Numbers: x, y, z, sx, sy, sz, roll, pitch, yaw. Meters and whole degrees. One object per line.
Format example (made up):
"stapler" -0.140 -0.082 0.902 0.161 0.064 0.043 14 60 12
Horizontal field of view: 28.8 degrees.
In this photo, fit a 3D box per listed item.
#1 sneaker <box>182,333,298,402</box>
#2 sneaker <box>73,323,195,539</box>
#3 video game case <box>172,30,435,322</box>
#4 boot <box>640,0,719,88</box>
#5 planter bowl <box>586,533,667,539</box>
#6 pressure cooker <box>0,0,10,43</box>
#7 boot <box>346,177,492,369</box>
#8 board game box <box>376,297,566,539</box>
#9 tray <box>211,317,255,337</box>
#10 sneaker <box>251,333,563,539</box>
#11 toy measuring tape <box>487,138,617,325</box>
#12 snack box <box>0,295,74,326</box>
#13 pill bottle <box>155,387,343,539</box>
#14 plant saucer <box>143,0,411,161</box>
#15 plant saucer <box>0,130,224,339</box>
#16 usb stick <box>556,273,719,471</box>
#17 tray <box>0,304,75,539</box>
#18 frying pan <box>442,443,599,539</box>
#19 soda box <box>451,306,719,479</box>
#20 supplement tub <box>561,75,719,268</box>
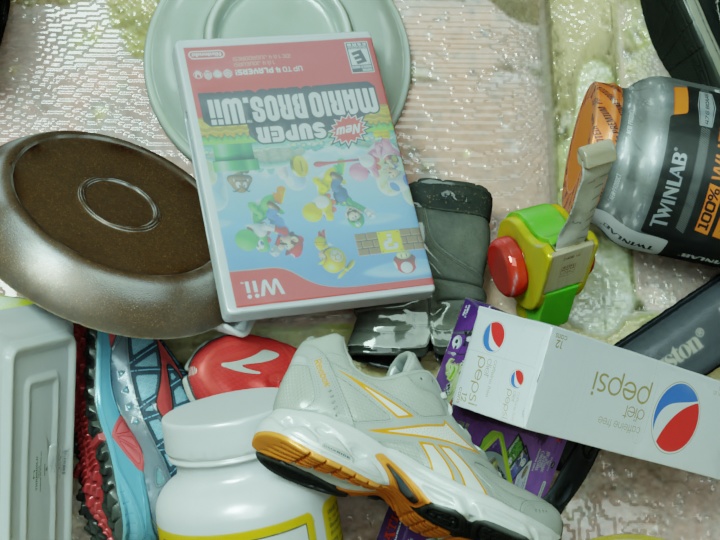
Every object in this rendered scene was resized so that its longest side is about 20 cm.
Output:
"sneaker" -0.017 0.089 0.921 0.199 0.085 0.078 23 68 -11
"sneaker" -0.147 0.089 0.944 0.095 0.079 0.202 3 65 -32
"video game case" -0.040 -0.068 0.935 0.142 0.017 0.202 -6 68 -18
"boot" 0.283 -0.230 1.051 0.153 0.074 0.205 -19 79 -12
"planter bowl" 0.187 0.269 0.900 0.198 0.084 0.202 1 75 -6
"pressure cooker" -0.346 -0.228 0.949 0.198 0.179 0.178 2 78 -4
"boot" 0.000 0.000 0.969 0.198 0.068 0.132 5 73 -5
"board game box" 0.078 0.129 0.902 0.120 0.032 0.202 23 87 -38
"tray" -0.157 -0.018 0.954 0.199 0.108 0.022 27 117 -3
"sneaker" 0.040 0.100 0.819 0.199 0.076 0.093 27 64 -19
"toy measuring tape" 0.125 -0.033 0.928 0.073 0.201 0.074 2 53 -3
"snack box" -0.278 0.115 0.906 0.141 0.053 0.202 5 73 20
"pill bottle" -0.064 0.180 0.863 0.111 0.112 0.202 -10 97 -7
"plant saucer" -0.060 -0.159 1.018 0.198 0.050 0.202 1 75 -3
"plant saucer" -0.162 -0.033 0.919 0.199 0.032 0.201 20 33 -14
"usb stick" 0.201 0.069 0.984 0.199 0.033 0.056 -32 79 -12
"tray" -0.203 0.123 0.857 0.022 0.107 0.202 5 96 19
"frying pan" 0.095 0.168 0.887 0.114 0.031 0.191 26 58 -25
"soda box" 0.155 0.080 0.883 0.199 0.068 0.064 17 88 -38
"supplement tub" 0.248 -0.064 0.977 0.198 0.123 0.124 11 74 -1
